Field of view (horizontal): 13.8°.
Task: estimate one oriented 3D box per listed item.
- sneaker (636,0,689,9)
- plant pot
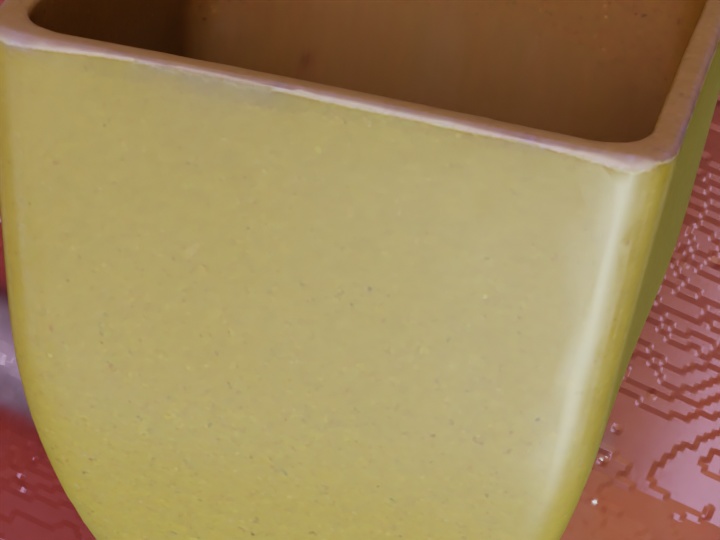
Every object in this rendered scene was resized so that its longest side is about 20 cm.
[{"bbox_3d":[0.087,-0.152,0.986,0.115,0.075,0.200,-43,81,6],"label":"sneaker"},{"bbox_3d":[0.000,0.000,0.925,0.195,0.194,0.201,12,117,10],"label":"plant pot"}]
